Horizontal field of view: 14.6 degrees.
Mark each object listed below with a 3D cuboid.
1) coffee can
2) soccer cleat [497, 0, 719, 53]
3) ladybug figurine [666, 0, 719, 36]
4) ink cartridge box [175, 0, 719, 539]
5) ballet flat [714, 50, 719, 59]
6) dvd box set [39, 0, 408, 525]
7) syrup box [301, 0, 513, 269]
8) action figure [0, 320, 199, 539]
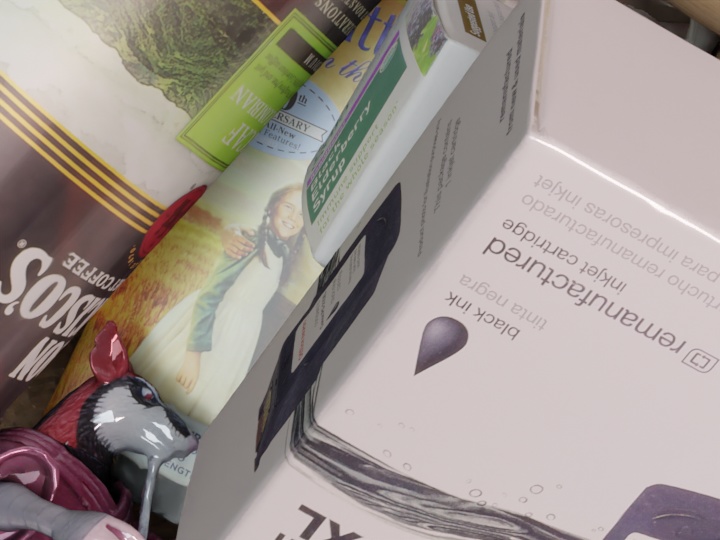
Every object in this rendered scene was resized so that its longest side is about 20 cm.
[{"bbox_3d":[-0.099,-0.071,0.833,0.146,0.146,0.200,43,93,4],"label":"coffee can"},{"bbox_3d":[0.035,-0.129,0.863,0.199,0.069,0.078,28,57,-9],"label":"soccer cleat"},{"bbox_3d":[0.118,-0.131,0.761,0.200,0.072,0.136,43,137,9],"label":"ladybug figurine"},{"bbox_3d":[0.056,0.041,0.766,0.144,0.085,0.200,28,126,-13],"label":"ink cartridge box"},{"bbox_3d":[0.194,-0.019,0.807,0.199,0.075,0.068,27,101,16],"label":"ballet flat"},{"bbox_3d":[0.000,0.000,0.910,0.146,0.029,0.201,27,93,4],"label":"dvd box set"},{"bbox_3d":[0.086,-0.004,0.842,0.199,0.082,0.079,27,108,-14],"label":"syrup box"},{"bbox_3d":[-0.099,0.113,0.859,0.148,0.134,0.201,-7,59,29],"label":"action figure"}]
